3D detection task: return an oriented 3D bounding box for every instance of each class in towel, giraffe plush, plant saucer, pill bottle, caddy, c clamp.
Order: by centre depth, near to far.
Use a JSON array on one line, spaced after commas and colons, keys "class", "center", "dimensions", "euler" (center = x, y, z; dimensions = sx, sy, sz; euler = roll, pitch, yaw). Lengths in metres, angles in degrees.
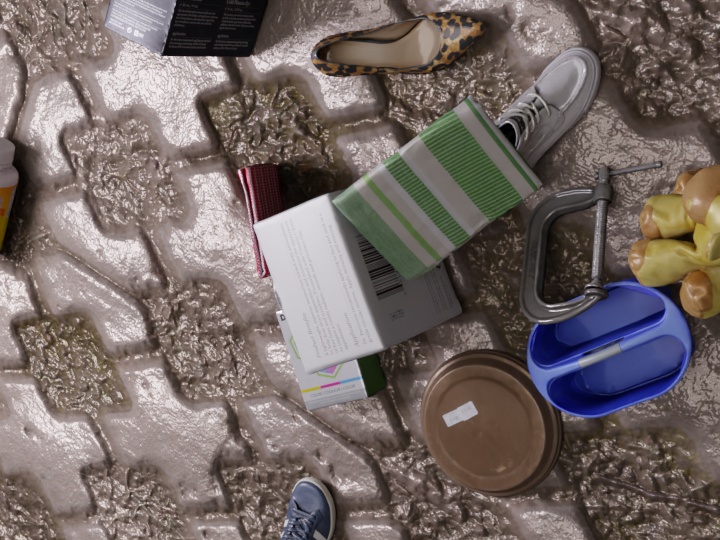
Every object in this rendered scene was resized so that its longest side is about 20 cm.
[{"class": "giraffe plush", "center": [0.389, -0.046, 1.148], "dimensions": [0.200, 0.162, 0.173], "euler": [17, 77, 20]}, {"class": "towel", "center": [0.091, -0.091, 1.267], "dimensions": [0.200, 0.023, 0.153], "euler": [-37, 119, 13]}, {"class": "c clamp", "center": [0.259, -0.032, 1.281], "dimensions": [0.171, 0.027, 0.200], "euler": [-4, 66, 42]}, {"class": "caddy", "center": [0.295, 0.090, 1.287], "dimensions": [0.200, 0.105, 0.142], "euler": [-27, 87, 29]}, {"class": "plant saucer", "center": [0.164, 0.203, 1.425], "dimensions": [0.200, 0.029, 0.200], "euler": [6, 103, 28]}, {"class": "towel", "center": [-0.124, -0.069, 1.442], "dimensions": [0.022, 0.200, 0.145], "euler": [-9, 95, 6]}, {"class": "pill bottle", "center": [-0.611, -0.114, 1.740], "dimensions": [0.109, 0.109, 0.200], "euler": [28, 112, 21]}]

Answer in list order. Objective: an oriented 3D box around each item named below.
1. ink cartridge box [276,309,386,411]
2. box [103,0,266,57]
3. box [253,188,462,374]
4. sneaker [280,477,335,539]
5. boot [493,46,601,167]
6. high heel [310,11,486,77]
[{"class": "ink cartridge box", "center": [-0.048, 0.083, 1.499], "dimensions": [0.104, 0.059, 0.200], "euler": [-16, 92, 30]}, {"class": "box", "center": [-0.211, -0.381, 1.421], "dimensions": [0.104, 0.200, 0.182], "euler": [29, 111, 21]}, {"class": "box", "center": [0.000, 0.000, 1.371], "dimensions": [0.131, 0.200, 0.199], "euler": [-19, 91, 36]}, {"class": "sneaker", "center": [-0.092, 0.398, 1.568], "dimensions": [0.075, 0.084, 0.200], "euler": [15, 106, 25]}, {"class": "boot", "center": [0.204, -0.176, 1.293], "dimensions": [0.074, 0.096, 0.200], "euler": [41, 116, 16]}, {"class": "high heel", "center": [0.043, -0.274, 1.335], "dimensions": [0.200, 0.143, 0.071], "euler": [-8, 95, 30]}]
